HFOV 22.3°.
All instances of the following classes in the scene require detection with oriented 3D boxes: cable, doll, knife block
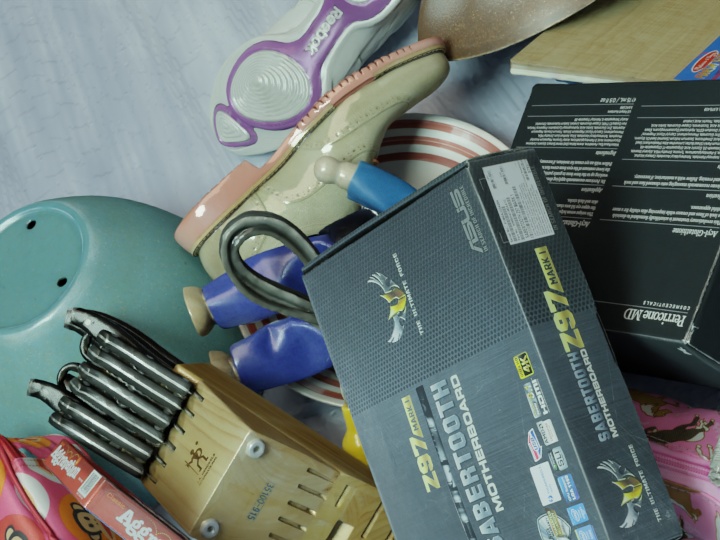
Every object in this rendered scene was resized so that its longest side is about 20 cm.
[{"bbox_3d":[0.004,0.045,1.000,0.097,0.201,0.050,-29,23,8],"label":"cable"},{"bbox_3d":[0.000,0.000,1.048,0.199,0.048,0.137,-21,90,-2],"label":"doll"},{"bbox_3d":[-0.079,0.092,0.995,0.064,0.199,0.175,-58,37,4],"label":"knife block"}]

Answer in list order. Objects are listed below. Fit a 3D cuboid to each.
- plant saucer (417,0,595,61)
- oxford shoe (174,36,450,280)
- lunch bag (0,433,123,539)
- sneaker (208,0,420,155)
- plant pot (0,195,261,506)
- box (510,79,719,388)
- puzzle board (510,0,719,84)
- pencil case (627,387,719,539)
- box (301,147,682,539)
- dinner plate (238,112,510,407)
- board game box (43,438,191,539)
[{"bbox_3d":[0.112,-0.205,1.135,0.199,0.037,0.201,-29,23,13],"label":"plant saucer"},{"bbox_3d":[-0.015,-0.059,1.098,0.200,0.071,0.074,-41,83,1],"label":"oxford shoe"},{"bbox_3d":[-0.192,0.209,1.027,0.177,0.082,0.200,-51,58,20],"label":"lunch bag"},{"bbox_3d":[-0.017,-0.149,1.211,0.200,0.100,0.075,-44,81,20],"label":"sneaker"},{"bbox_3d":[-0.171,0.032,1.124,0.198,0.135,0.202,-14,54,19],"label":"plant pot"},{"bbox_3d":[0.151,-0.021,0.962,0.199,0.079,0.142,8,71,58],"label":"box"},{"bbox_3d":[0.200,-0.147,1.062,0.150,0.018,0.200,12,37,34],"label":"puzzle board"},{"bbox_3d":[0.138,0.095,0.943,0.199,0.087,0.083,15,40,38],"label":"pencil case"},{"bbox_3d":[0.058,0.061,0.903,0.157,0.051,0.202,-31,75,52],"label":"box"},{"bbox_3d":[0.018,-0.005,1.103,0.198,0.024,0.202,-7,62,13],"label":"dinner plate"},{"bbox_3d":[-0.071,0.161,0.925,0.019,0.200,0.103,-51,20,-8],"label":"board game box"}]
